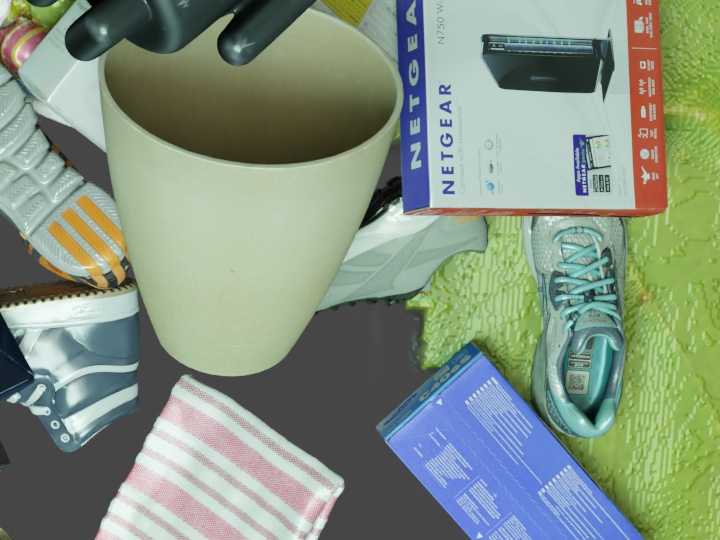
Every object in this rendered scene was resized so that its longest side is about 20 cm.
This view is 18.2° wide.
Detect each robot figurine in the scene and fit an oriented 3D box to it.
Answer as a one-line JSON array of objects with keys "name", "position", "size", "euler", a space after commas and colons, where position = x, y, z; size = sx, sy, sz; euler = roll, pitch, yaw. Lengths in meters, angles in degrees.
[{"name": "robot figurine", "position": [-0.106, -0.211, 1.336], "size": [0.200, 0.124, 0.151], "euler": [-42, 139, -19]}]

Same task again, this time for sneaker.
[{"name": "sneaker", "position": [-0.228, -0.059, 1.493], "size": [0.077, 0.112, 0.200], "euler": [-38, 81, -11]}, {"name": "sneaker", "position": [-0.244, 0.070, 1.523], "size": [0.198, 0.070, 0.109], "euler": [-7, 104, -5]}, {"name": "sneaker", "position": [0.160, 0.021, 1.567], "size": [0.077, 0.086, 0.202], "euler": [-6, 100, -7]}, {"name": "sneaker", "position": [0.000, 0.000, 1.548], "size": [0.199, 0.074, 0.080], "euler": [-29, 107, -3]}]

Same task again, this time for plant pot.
[{"name": "plant pot", "position": [-0.076, -0.039, 1.415], "size": [0.186, 0.188, 0.201], "euler": [1, 129, -9]}]

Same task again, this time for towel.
[{"name": "towel", "position": [-0.114, 0.191, 1.544], "size": [0.146, 0.030, 0.201], "euler": [31, 93, 22]}]

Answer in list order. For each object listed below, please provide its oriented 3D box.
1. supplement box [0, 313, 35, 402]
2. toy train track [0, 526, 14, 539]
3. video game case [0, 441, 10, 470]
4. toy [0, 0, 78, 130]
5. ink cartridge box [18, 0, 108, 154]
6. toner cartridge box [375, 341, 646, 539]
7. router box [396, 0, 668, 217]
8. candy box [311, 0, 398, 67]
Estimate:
[{"name": "supplement box", "position": [-0.354, 0.041, 1.420], "size": [0.199, 0.134, 0.201], "euler": [-29, 89, 18]}, {"name": "toy train track", "position": [-0.319, 0.251, 1.558], "size": [0.200, 0.033, 0.115], "euler": [-44, 120, -8]}, {"name": "video game case", "position": [-0.324, 0.157, 1.460], "size": [0.180, 0.200, 0.026], "euler": [-26, 87, -4]}, {"name": "toy", "position": [-0.219, -0.164, 1.499], "size": [0.199, 0.047, 0.116], "euler": [21, 99, -10]}, {"name": "ink cartridge box", "position": [-0.108, -0.159, 1.473], "size": [0.200, 0.057, 0.162], "euler": [-46, 142, 4]}, {"name": "toner cartridge box", "position": [0.111, 0.157, 1.604], "size": [0.095, 0.043, 0.200], "euler": [-41, 103, -1]}, {"name": "router box", "position": [0.115, -0.136, 1.512], "size": [0.178, 0.049, 0.202], "euler": [-1, 86, -22]}, {"name": "candy box", "position": [-0.029, -0.189, 1.482], "size": [0.200, 0.026, 0.103], "euler": [40, 76, -38]}]
